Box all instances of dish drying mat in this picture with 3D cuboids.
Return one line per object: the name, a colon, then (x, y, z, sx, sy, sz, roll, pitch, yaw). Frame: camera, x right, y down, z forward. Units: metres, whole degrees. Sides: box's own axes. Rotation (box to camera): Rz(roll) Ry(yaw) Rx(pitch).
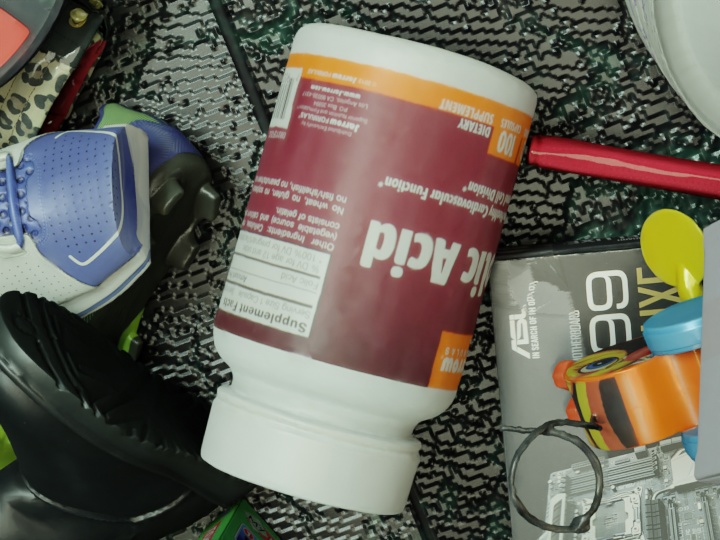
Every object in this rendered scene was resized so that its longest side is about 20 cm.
dish drying mat: (0.175, -0.039, 0.804, 0.200, 0.077, 0.018, 10, 94, 3)

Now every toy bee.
toy bee: (0.133, 0.039, 0.767, 0.200, 0.109, 0.131, -1, 90, -20)

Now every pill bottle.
pill bottle: (0.000, 0.000, 0.794, 0.114, 0.114, 0.200, 15, 91, 3)

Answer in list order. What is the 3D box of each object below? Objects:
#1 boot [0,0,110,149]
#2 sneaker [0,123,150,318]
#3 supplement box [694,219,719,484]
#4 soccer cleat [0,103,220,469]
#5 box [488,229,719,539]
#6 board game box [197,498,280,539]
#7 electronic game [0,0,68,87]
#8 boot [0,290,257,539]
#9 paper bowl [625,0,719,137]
boot: (-0.176, -0.163, 0.817, 0.154, 0.073, 0.204, 30, 108, 1)
sneaker: (-0.198, -0.016, 0.788, 0.199, 0.115, 0.081, -12, 77, 28)
supplement box: (0.237, 0.041, 0.708, 0.200, 0.061, 0.109, 9, 75, -15)
soccer cleat: (-0.143, 0.011, 0.858, 0.084, 0.065, 0.200, 42, 106, 28)
box: (0.146, 0.081, 0.837, 0.158, 0.050, 0.200, -4, 98, 5)
board game box: (-0.010, 0.206, 0.828, 0.029, 0.135, 0.200, -41, 93, 9)
electronic game: (-0.217, -0.160, 0.765, 0.200, 0.042, 0.200, 2, 105, 6)
boot: (-0.157, 0.108, 0.809, 0.168, 0.200, 0.076, -39, 57, 7)
paper bowl: (0.216, -0.133, 0.741, 0.201, 0.104, 0.201, -4, 119, -6)
